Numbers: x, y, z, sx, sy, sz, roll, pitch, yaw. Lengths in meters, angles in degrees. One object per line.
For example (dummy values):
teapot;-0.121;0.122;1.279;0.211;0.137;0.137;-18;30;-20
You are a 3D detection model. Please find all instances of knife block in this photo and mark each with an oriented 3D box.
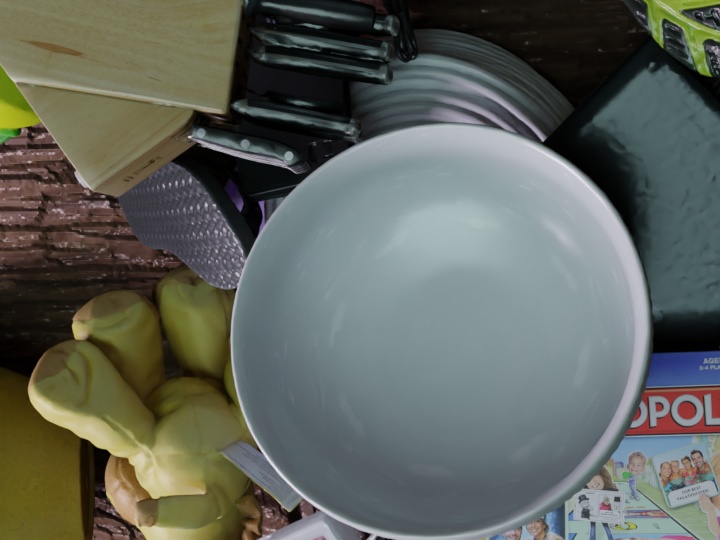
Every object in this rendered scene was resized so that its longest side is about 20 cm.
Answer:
knife block;-0.087;-0.126;0.658;0.175;0.064;0.200;-36;89;1

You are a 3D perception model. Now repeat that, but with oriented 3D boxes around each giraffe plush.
giraffe plush;-0.111;0.122;0.856;0.200;0.172;0.162;51;150;29

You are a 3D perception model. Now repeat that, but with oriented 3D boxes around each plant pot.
plant pot;-0.263;0.149;0.927;0.141;0.200;0.201;-3;117;-6

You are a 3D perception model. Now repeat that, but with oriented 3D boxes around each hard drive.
hard drive;0.131;-0.004;0.690;0.140;0.033;0.200;43;112;-4

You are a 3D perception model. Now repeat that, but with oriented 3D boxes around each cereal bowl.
cereal bowl;0.043;0.033;0.641;0.199;0.083;0.201;-3;77;15

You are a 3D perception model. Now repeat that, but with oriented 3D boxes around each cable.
cable;0.038;-0.033;0.755;0.200;0.069;0.200;-34;98;23

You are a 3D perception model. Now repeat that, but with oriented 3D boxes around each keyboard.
keyboard;-0.020;-0.144;0.712;0.127;0.021;0.201;-9;82;31

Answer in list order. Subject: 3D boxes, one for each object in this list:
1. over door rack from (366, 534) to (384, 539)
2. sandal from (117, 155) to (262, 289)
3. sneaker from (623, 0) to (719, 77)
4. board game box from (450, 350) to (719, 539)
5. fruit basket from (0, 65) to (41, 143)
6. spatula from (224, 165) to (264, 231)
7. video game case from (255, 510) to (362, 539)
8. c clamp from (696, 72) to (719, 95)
over door rack;-0.062;0.262;0.907;0.066;0.148;0.200;30;122;5
sandal;-0.098;-0.042;0.785;0.200;0.048;0.076;23;135;60
sneaker;0.139;-0.175;0.660;0.200;0.076;0.075;53;126;13
board game box;0.148;0.108;0.663;0.199;0.029;0.135;-4;86;16
fruit basket;-0.203;-0.153;0.771;0.215;0.156;0.216;2;102;9
spatula;0.000;0.000;0.827;0.200;0.021;0.057;36;121;1
video game case;-0.032;0.255;0.795;0.182;0.024;0.200;-29;101;27
c clamp;0.265;-0.056;0.694;0.200;0.027;0.171;46;127;-6
